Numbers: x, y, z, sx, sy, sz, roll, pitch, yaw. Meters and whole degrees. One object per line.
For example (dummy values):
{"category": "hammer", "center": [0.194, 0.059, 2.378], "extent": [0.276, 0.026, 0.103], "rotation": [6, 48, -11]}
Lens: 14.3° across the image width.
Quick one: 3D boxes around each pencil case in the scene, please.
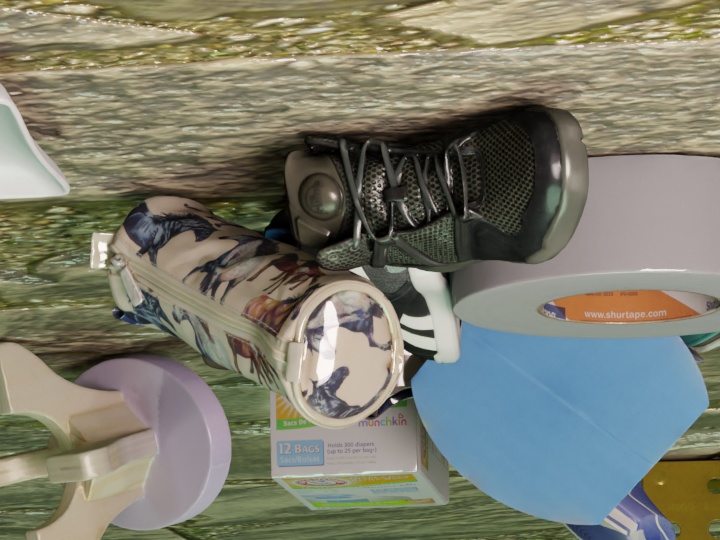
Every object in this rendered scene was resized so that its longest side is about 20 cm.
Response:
{"category": "pencil case", "center": [-0.060, 0.020, 1.523], "extent": [0.089, 0.078, 0.200], "rotation": [-10, -158, -34]}

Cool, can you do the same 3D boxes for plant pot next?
{"category": "plant pot", "center": [0.336, 0.271, 2.724], "extent": [0.199, 0.201, 0.177], "rotation": [-1, 157, 4]}

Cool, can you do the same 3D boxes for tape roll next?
{"category": "tape roll", "center": [0.150, -0.010, 1.598], "extent": [0.199, 0.067, 0.200], "rotation": [0, 168, 0]}

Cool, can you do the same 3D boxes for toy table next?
{"category": "toy table", "center": [-0.198, 0.132, 2.061], "extent": [0.117, 0.185, 0.200], "rotation": [-13, 170, -38]}

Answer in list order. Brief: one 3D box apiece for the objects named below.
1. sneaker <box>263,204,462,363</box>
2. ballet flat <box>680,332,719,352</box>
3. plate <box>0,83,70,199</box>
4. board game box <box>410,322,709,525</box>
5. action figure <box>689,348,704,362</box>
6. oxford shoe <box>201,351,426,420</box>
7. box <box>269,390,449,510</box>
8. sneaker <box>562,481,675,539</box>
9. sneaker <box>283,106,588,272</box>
{"category": "sneaker", "center": [0.000, 0.000, 1.652], "extent": [0.111, 0.073, 0.200], "rotation": [1, 161, 8]}
{"category": "ballet flat", "center": [0.249, 0.010, 1.741], "extent": [0.069, 0.070, 0.200], "rotation": [3, 172, -17]}
{"category": "plate", "center": [-0.251, -0.067, 1.377], "extent": [0.198, 0.033, 0.200], "rotation": [-2, 168, 3]}
{"category": "board game box", "center": [0.130, 0.071, 1.848], "extent": [0.158, 0.039, 0.200], "rotation": [35, 128, -3]}
{"category": "action figure", "center": [0.161, 0.075, 1.934], "extent": [0.118, 0.103, 0.200], "rotation": [12, 169, -3]}
{"category": "oxford shoe", "center": [-0.013, 0.063, 1.925], "extent": [0.199, 0.073, 0.071], "rotation": [-1, 169, 4]}
{"category": "box", "center": [0.000, 0.113, 2.102], "extent": [0.112, 0.102, 0.200], "rotation": [-3, 168, 7]}
{"category": "sneaker", "center": [0.163, 0.117, 2.061], "extent": [0.199, 0.115, 0.081], "rotation": [37, 164, 34]}
{"category": "sneaker", "center": [0.033, -0.037, 1.435], "extent": [0.114, 0.077, 0.199], "rotation": [-2, 176, -26]}
